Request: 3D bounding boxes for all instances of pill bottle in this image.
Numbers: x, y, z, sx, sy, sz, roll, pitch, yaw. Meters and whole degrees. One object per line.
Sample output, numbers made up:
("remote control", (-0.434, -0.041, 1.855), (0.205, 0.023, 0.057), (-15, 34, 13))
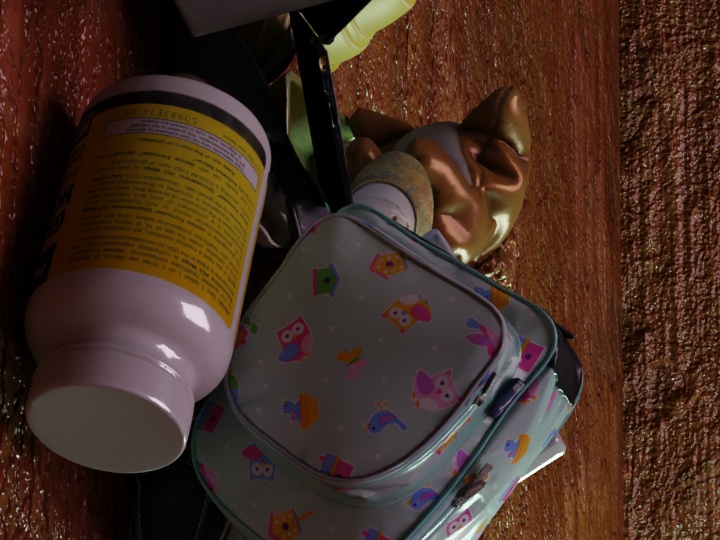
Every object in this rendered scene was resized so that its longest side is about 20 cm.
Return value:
("pill bottle", (-0.117, 0.002, 1.054), (0.113, 0.112, 0.201), (69, 24, -49))

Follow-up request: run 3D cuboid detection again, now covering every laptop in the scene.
("laptop", (0.021, -0.139, 1.239), (0.187, 0.115, 0.201), (-114, -166, -74))

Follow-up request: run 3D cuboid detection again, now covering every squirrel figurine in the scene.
("squirrel figurine", (0.049, -0.009, 1.449), (0.187, 0.141, 0.201), (-65, 147, -47))

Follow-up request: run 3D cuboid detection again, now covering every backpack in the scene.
("backpack", (0.005, 0.080, 1.095), (0.201, 0.175, 0.153), (-57, 155, -1))

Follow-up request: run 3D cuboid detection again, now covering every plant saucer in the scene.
("plant saucer", (-0.046, -0.026, 1.438), (0.200, 0.048, 0.201), (30, 59, -73))

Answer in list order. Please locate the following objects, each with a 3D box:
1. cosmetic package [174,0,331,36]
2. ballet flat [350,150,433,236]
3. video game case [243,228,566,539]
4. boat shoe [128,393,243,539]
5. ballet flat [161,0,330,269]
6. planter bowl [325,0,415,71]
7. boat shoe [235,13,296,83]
("cosmetic package", (-0.071, -0.287, 1.190), (0.200, 0.122, 0.200), (61, 28, -32))
("ballet flat", (0.000, 0.000, 1.311), (0.201, 0.070, 0.071), (-67, 156, -19))
("video game case", (0.002, 0.092, 1.200), (0.023, 0.199, 0.182), (50, 9, -51))
("boat shoe", (-0.111, 0.095, 1.161), (0.091, 0.070, 0.201), (65, 22, -46))
("ballet flat", (-0.081, -0.081, 1.262), (0.201, 0.073, 0.073), (61, 28, -31))
("planter bowl", (0.004, -0.264, 1.590), (0.200, 0.083, 0.202), (-3, 90, -74))
("boat shoe", (-0.073, -0.222, 1.364), (0.076, 0.071, 0.201), (36, 49, -38))
